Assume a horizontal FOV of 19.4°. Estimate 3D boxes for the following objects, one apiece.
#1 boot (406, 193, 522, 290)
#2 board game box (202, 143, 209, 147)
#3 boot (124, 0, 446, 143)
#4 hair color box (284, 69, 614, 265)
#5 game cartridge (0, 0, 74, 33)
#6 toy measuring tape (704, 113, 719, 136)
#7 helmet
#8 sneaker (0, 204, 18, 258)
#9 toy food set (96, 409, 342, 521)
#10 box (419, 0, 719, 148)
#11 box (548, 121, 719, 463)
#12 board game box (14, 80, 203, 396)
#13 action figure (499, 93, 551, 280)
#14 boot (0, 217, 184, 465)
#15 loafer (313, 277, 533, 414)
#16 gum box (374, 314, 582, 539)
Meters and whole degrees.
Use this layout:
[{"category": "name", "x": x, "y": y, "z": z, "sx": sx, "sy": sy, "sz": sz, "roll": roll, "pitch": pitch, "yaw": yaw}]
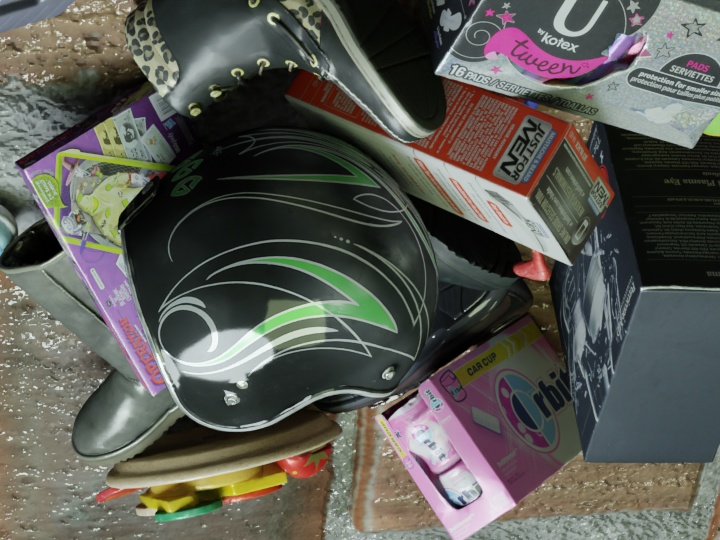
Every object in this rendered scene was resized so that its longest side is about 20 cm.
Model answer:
[{"category": "boot", "x": 0.001, "y": 0.001, "z": 1.587, "sx": 0.198, "sy": 0.073, "sz": 0.163, "roll": 25, "pitch": 127, "yaw": -22}, {"category": "board game box", "x": -0.161, "y": -0.016, "z": 1.579, "sx": 0.095, "sy": 0.030, "sz": 0.200, "roll": -2, "pitch": 140, "yaw": -6}, {"category": "boot", "x": -0.051, "y": -0.139, "z": 1.371, "sx": 0.154, "sy": 0.073, "sz": 0.204, "roll": -39, "pitch": 89, "yaw": 35}, {"category": "hair color box", "x": 0.060, "y": -0.084, "z": 1.406, "sx": 0.064, "sy": 0.200, "sz": 0.111, "roll": -58, "pitch": 150, "yaw": -9}, {"category": "game cartridge", "x": -0.160, "y": -0.214, "z": 1.294, "sx": 0.200, "sy": 0.038, "sz": 0.130, "roll": -37, "pitch": 174, "yaw": 29}, {"category": "toy measuring tape", "x": 0.288, "y": -0.129, "z": 1.453, "sx": 0.199, "sy": 0.074, "sz": 0.074, "roll": -1, "pitch": 143, "yaw": 24}, {"category": "helmet", "x": -0.047, "y": 0.001, "z": 1.411, "sx": 0.190, "sy": 0.200, "sz": 0.200, "roll": -19, "pitch": 137, "yaw": 7}, {"category": "sneaker", "x": -0.344, "y": 0.014, "z": 1.502, "sx": 0.199, "sy": 0.131, "sz": 0.080, "roll": -6, "pitch": 138, "yaw": -3}, {"category": "toy food set", "x": -0.110, "y": 0.154, "z": 1.678, "sx": 0.197, "sy": 0.049, "sz": 0.200, "roll": -13, "pitch": -176, "yaw": -20}, {"category": "box", "x": 0.150, "y": -0.181, "z": 1.363, "sx": 0.199, "sy": 0.132, "sz": 0.115, "roll": 13, "pitch": 133, "yaw": -23}, {"category": "box", "x": 0.218, "y": 0.012, "z": 1.551, "sx": 0.104, "sy": 0.182, "sz": 0.200, "roll": 0, "pitch": 137, "yaw": -9}, {"category": "board game box", "x": -0.146, "y": -0.023, "z": 1.487, "sx": 0.120, "sy": 0.032, "sz": 0.200, "roll": -34, "pitch": 118, "yaw": -16}, {"category": "action figure", "x": 0.109, "y": -0.088, "z": 1.510, "sx": 0.065, "sy": 0.052, "sz": 0.200, "roll": -38, "pitch": 131, "yaw": -27}, {"category": "boot", "x": -0.199, "y": 0.049, "z": 1.573, "sx": 0.182, "sy": 0.073, "sz": 0.200, "roll": -37, "pitch": 137, "yaw": 13}, {"category": "loafer", "x": 0.050, "y": 0.062, "z": 1.667, "sx": 0.200, "sy": 0.072, "sz": 0.063, "roll": -35, "pitch": 136, "yaw": 23}, {"category": "gum box", "x": 0.101, "y": 0.121, "z": 1.624, "sx": 0.066, "sy": 0.114, "sz": 0.200, "roll": -38, "pitch": 174, "yaw": 30}]
